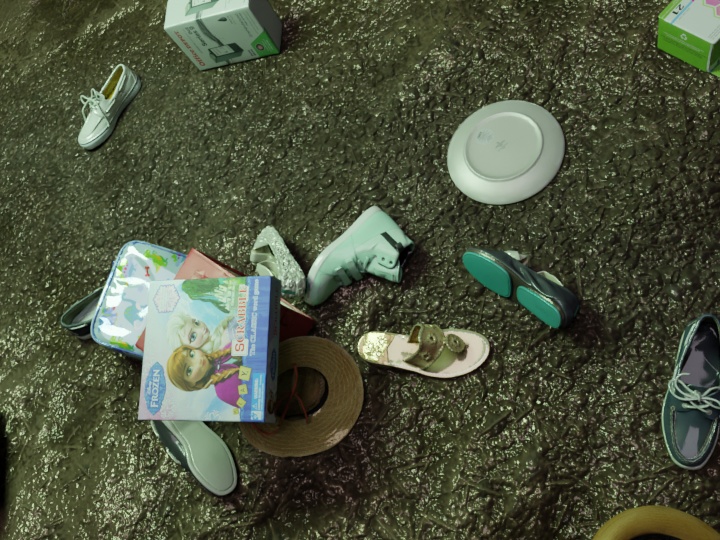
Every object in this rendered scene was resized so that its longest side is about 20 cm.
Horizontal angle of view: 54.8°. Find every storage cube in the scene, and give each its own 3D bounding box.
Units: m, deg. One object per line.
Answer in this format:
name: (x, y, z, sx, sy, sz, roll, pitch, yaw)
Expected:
storage cube: (-0.211, 0.101, 1.113, 0.170, 0.200, 0.181, 30, 87, 29)

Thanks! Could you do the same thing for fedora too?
fedora: (0.356, 0.382, 0.815, 0.197, 0.082, 0.203, 0, 58, 0)

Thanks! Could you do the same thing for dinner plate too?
dinner plate: (0.241, -0.205, 1.167, 0.197, 0.024, 0.203, -9, 64, 18)

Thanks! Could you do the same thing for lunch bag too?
lunch bag: (-0.380, 0.056, 1.239, 0.159, 0.083, 0.202, 15, 74, 3)

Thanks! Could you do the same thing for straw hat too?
straw hat: (-0.101, 0.186, 1.087, 0.201, 0.201, 0.085, -47, 16, -4)

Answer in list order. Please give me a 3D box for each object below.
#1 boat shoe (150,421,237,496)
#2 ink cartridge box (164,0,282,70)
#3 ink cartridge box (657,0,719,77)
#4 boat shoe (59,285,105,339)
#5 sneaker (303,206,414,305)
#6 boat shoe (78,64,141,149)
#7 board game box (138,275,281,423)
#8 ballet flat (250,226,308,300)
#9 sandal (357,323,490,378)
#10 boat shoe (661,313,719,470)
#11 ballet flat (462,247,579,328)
boat shoe: (-0.276, 0.289, 1.128, 0.200, 0.074, 0.061, 45, 129, 15)
ink cartridge box: (-0.281, -0.505, 1.434, 0.197, 0.146, 0.085, -6, 66, 19)
ink cartridge box: (0.591, -0.379, 1.074, 0.148, 0.076, 0.200, -46, 58, -3)
boat shoe: (-0.470, 0.062, 1.305, 0.199, 0.060, 0.076, -36, 59, 3)
sneaker: (0.000, 0.000, 1.142, 0.118, 0.074, 0.201, 40, 87, 27)
boat shoe: (-0.566, -0.366, 1.518, 0.074, 0.086, 0.203, 29, 80, 29)
board game box: (-0.213, 0.112, 0.983, 0.197, 0.041, 0.203, -3, 77, 16)
ballet flat: (-0.150, -0.018, 1.176, 0.072, 0.072, 0.200, -42, 40, 0)
sandal: (0.088, 0.116, 1.056, 0.209, 0.070, 0.079, -1, 67, 21)
boat shoe: (0.441, 0.155, 0.905, 0.074, 0.062, 0.202, 14, 74, 24)
ballet flat: (0.246, 0.015, 1.048, 0.073, 0.073, 0.199, -49, 54, -5)
